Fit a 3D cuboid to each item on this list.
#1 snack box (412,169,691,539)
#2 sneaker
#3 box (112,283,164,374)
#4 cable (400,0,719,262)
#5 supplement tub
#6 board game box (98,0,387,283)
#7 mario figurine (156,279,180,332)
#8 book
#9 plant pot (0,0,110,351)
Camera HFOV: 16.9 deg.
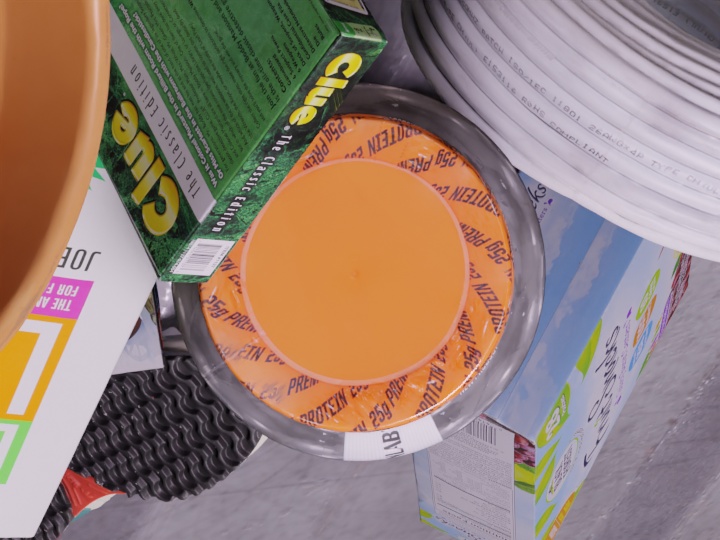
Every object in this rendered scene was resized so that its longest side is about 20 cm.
[{"bbox_3d":[0.086,0.025,1.054,0.169,0.068,0.200,-60,165,-19],"label":"snack box"},{"bbox_3d":[-0.096,0.055,1.026,0.200,0.070,0.093,-28,-163,43],"label":"sneaker"},{"bbox_3d":[-0.149,-0.035,0.871,0.136,0.038,0.200,-8,137,-3],"label":"box"},{"bbox_3d":[0.114,-0.081,0.902,0.069,0.200,0.200,-59,175,30],"label":"cable"},{"bbox_3d":[0.000,0.000,0.825,0.122,0.123,0.200,-28,-179,2],"label":"supplement tub"},{"bbox_3d":[-0.068,-0.105,0.738,0.023,0.200,0.105,5,137,-44],"label":"board game box"},{"bbox_3d":[-0.018,-0.018,0.980,0.123,0.106,0.200,-5,156,39],"label":"mario figurine"},{"bbox_3d":[-0.149,0.013,0.864,0.133,0.048,0.200,10,130,-22],"label":"book"},{"bbox_3d":[-0.184,-0.057,0.619,0.200,0.140,0.201,-16,111,-46],"label":"plant pot"}]
